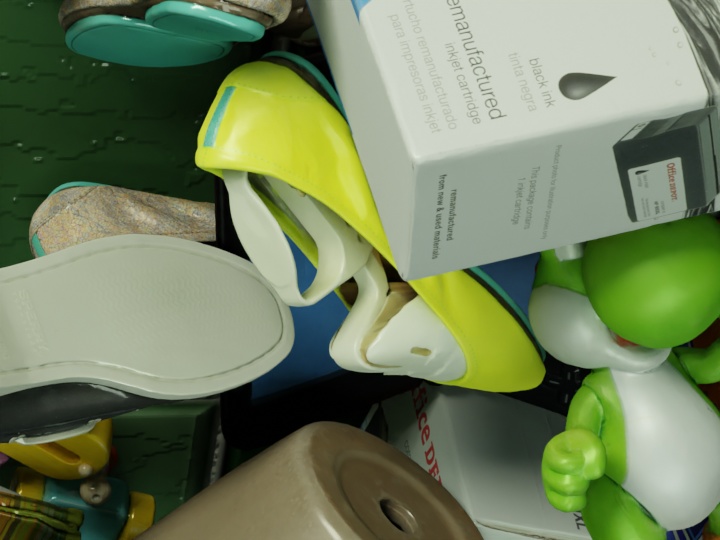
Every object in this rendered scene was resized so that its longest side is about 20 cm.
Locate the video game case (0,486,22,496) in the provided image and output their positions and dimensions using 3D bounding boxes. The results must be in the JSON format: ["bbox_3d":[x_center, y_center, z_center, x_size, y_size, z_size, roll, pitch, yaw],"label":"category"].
[{"bbox_3d":[-0.287,0.126,1.235,0.182,0.024,0.200,27,134,-27],"label":"video game case"}]

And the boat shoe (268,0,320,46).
[{"bbox_3d":[0.044,-0.160,1.069,0.200,0.072,0.076,-31,156,20],"label":"boat shoe"}]

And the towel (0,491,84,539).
[{"bbox_3d":[-0.232,0.119,1.194,0.200,0.018,0.086,13,136,-14],"label":"towel"}]

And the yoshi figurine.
[{"bbox_3d":[0.124,0.049,1.052,0.112,0.112,0.200,-15,102,25],"label":"yoshi figurine"}]

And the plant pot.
[{"bbox_3d":[-0.035,0.163,1.145,0.200,0.200,0.175,27,114,-32],"label":"plant pot"}]

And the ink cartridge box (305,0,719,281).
[{"bbox_3d":[0.092,-0.095,0.977,0.200,0.145,0.084,-13,149,-10],"label":"ink cartridge box"}]

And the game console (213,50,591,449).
[{"bbox_3d":[0.041,0.000,1.115,0.172,0.119,0.200,19,132,21],"label":"game console"}]

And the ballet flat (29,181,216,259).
[{"bbox_3d":[-0.051,0.005,1.185,0.200,0.067,0.068,3,131,-16],"label":"ballet flat"}]

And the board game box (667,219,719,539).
[{"bbox_3d":[0.212,0.126,1.266,0.200,0.200,0.200,13,127,-24],"label":"board game box"}]

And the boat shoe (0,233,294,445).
[{"bbox_3d":[-0.123,0.035,1.059,0.200,0.074,0.060,-10,157,-32],"label":"boat shoe"}]

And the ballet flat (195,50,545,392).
[{"bbox_3d":[0.000,0.000,1.054,0.067,0.067,0.200,-1,137,47],"label":"ballet flat"}]

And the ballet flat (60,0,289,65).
[{"bbox_3d":[-0.067,-0.119,1.020,0.068,0.200,0.067,13,86,-22],"label":"ballet flat"}]

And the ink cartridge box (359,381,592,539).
[{"bbox_3d":[0.038,0.143,1.278,0.083,0.146,0.200,13,127,-21],"label":"ink cartridge box"}]

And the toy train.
[{"bbox_3d":[-0.181,0.085,1.242,0.150,0.056,0.200,-11,139,16],"label":"toy train"}]
